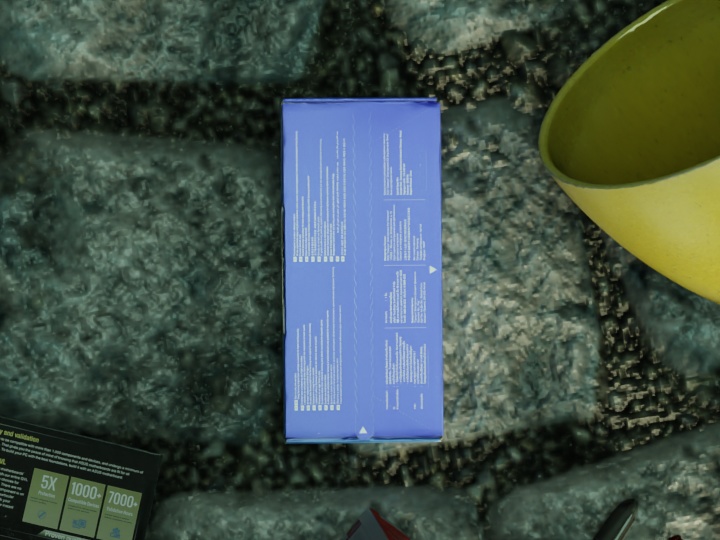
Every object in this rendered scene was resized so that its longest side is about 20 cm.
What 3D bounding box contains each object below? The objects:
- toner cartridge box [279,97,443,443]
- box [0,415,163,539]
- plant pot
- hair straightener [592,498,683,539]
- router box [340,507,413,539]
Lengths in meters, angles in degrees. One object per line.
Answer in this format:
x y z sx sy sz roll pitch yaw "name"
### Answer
0.000 0.000 1.288 0.095 0.043 0.201 0 89 -2 "toner cartridge box"
-0.229 0.162 1.219 0.200 0.086 0.164 14 74 -14 "box"
0.221 -0.060 1.244 0.200 0.200 0.142 -36 117 -3 "plant pot"
0.100 0.211 1.300 0.077 0.041 0.200 41 92 -2 "hair straightener"
-0.035 0.231 1.217 0.049 0.179 0.200 39 88 -2 "router box"
